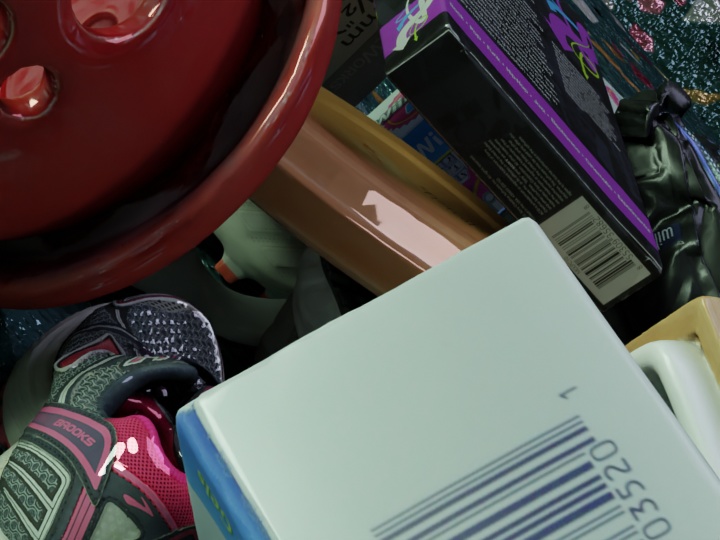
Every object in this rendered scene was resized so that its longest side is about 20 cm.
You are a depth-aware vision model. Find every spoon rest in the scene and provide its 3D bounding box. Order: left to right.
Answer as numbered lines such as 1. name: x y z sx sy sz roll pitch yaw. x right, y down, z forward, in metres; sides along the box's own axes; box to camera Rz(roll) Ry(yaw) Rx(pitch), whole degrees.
1. spoon rest: -0.073 -0.016 0.834 0.199 0.061 0.100 23 25 -30

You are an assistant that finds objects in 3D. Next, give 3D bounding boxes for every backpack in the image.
1. backpack: 0.142 0.052 1.000 0.201 0.183 0.147 59 19 22

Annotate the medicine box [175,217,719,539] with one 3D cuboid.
1. medicine box: 0.045 0.124 0.540 0.183 0.102 0.201 56 -16 27

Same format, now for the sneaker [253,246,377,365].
1. sneaker: -0.005 0.066 0.755 0.074 0.080 0.201 30 24 -17

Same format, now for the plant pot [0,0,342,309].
1. plant pot: -0.119 -0.100 0.631 0.182 0.200 0.201 44 13 -47

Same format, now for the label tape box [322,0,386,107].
1. label tape box: -0.030 -0.105 0.972 0.200 0.143 0.066 24 28 -57

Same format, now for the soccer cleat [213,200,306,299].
1. soccer cleat: 0.000 0.000 0.927 0.200 0.077 0.069 46 15 -10

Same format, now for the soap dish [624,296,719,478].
1. soap dish: 0.144 0.123 0.816 0.081 0.157 0.201 -15 76 -26

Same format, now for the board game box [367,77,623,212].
1. board game box: 0.095 -0.028 1.132 0.200 0.147 0.064 42 18 -21

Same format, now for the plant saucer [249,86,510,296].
1. plant saucer: 0.010 -0.026 0.814 0.200 0.032 0.200 35 10 -7

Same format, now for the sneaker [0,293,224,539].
1. sneaker: -0.062 0.052 0.632 0.081 0.075 0.200 45 15 -12

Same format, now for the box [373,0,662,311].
1. box: 0.055 -0.092 0.877 0.143 0.036 0.201 45 22 -29
